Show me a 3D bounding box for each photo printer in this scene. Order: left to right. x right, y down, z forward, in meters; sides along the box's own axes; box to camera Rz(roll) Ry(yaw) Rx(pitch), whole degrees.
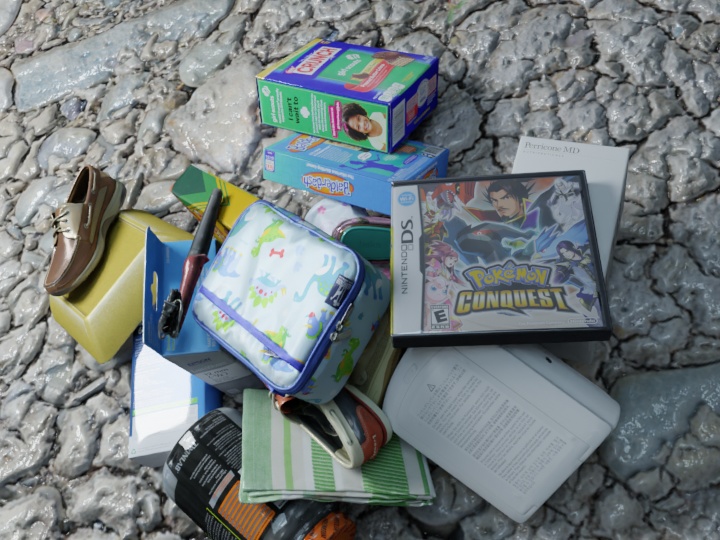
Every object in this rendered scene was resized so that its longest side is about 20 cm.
[{"bbox_3d":[0.129,0.137,0.742,0.199,0.069,0.167,34,117,4],"label":"photo printer"}]

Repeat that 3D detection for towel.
[{"bbox_3d":[-0.028,0.187,0.787,0.197,0.024,0.153,4,34,-10],"label":"towel"}]

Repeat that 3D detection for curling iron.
[{"bbox_3d":[-0.180,-0.012,0.810,0.025,0.050,0.202,18,53,-6],"label":"curling iron"}]

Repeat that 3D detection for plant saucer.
[{"bbox_3d":[-0.331,0.002,0.986,0.199,0.048,0.201,21,71,48],"label":"plant saucer"}]

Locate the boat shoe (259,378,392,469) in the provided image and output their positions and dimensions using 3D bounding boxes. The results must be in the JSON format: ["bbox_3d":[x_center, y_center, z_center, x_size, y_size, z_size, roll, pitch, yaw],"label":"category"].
[{"bbox_3d":[-0.059,0.133,0.780,0.199,0.072,0.062,34,42,26],"label":"boat shoe"}]

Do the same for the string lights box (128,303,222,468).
[{"bbox_3d":[-0.230,0.133,0.926,0.101,0.059,0.202,-12,62,10],"label":"string lights box"}]

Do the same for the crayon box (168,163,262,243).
[{"bbox_3d":[-0.144,-0.053,0.924,0.051,0.127,0.199,-50,44,-12],"label":"crayon box"}]

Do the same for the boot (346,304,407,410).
[{"bbox_3d":[-0.010,0.040,0.805,0.154,0.073,0.202,26,115,20],"label":"boot"}]

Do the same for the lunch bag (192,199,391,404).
[{"bbox_3d":[-0.075,0.031,0.754,0.199,0.082,0.162,33,92,40],"label":"lunch bag"}]

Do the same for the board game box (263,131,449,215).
[{"bbox_3d":[-0.004,-0.138,0.959,0.198,0.046,0.152,19,33,23],"label":"board game box"}]

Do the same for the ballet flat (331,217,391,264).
[{"bbox_3d":[0.062,-0.035,0.862,0.197,0.070,0.071,6,22,-9],"label":"ballet flat"}]

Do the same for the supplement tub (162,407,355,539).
[{"bbox_3d":[-0.109,0.251,0.797,0.199,0.123,0.123,33,76,27],"label":"supplement tub"}]

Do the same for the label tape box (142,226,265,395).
[{"bbox_3d":[-0.176,0.047,0.870,0.065,0.200,0.145,-14,62,12],"label":"label tape box"}]

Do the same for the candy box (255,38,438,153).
[{"bbox_3d":[-0.014,-0.244,1.002,0.198,0.078,0.169,15,39,22],"label":"candy box"}]

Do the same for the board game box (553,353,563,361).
[{"bbox_3d":[0.161,0.066,0.858,0.151,0.040,0.203,1,65,16],"label":"board game box"}]

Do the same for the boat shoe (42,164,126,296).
[{"bbox_3d":[-0.382,-0.057,0.986,0.075,0.072,0.202,-16,47,28],"label":"boat shoe"}]

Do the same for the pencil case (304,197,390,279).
[{"bbox_3d":[0.000,0.000,0.914,0.090,0.083,0.201,-38,59,18],"label":"pencil case"}]

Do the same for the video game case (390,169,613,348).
[{"bbox_3d":[0.127,-0.015,0.711,0.197,0.026,0.183,-3,57,7],"label":"video game case"}]

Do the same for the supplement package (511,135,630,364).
[{"bbox_3d":[0.211,-0.024,0.796,0.120,0.120,0.202,10,67,20],"label":"supplement package"}]
